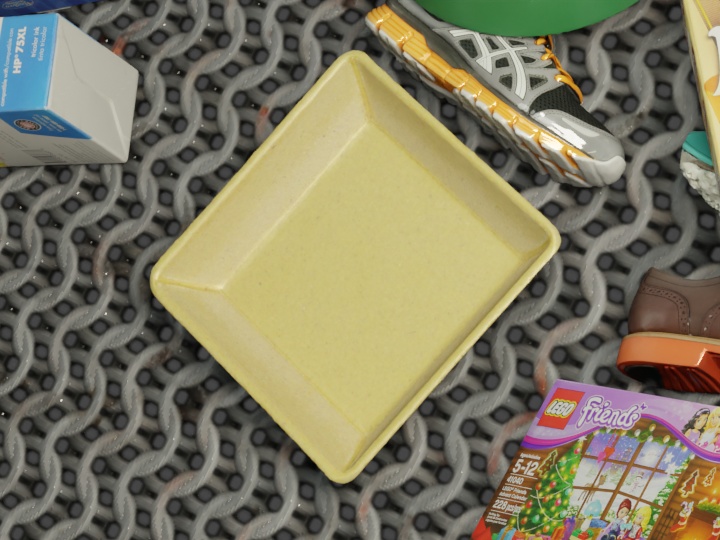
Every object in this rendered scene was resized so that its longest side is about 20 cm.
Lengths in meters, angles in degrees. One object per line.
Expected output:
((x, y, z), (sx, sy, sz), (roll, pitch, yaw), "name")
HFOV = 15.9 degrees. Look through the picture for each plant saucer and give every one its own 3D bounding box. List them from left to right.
((0.000, 0.000, 1.579), (0.200, 0.048, 0.200), (-48, 63, 4), "plant saucer")

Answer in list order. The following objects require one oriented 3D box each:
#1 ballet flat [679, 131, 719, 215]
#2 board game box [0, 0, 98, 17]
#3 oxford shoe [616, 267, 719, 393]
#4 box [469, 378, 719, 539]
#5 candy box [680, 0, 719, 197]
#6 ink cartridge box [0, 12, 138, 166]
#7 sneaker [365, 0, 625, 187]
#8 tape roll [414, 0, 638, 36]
((0.266, -0.025, 1.466), (0.199, 0.072, 0.072), (17, 82, 29), "ballet flat")
((-0.169, -0.281, 1.740), (0.199, 0.043, 0.200), (-7, 72, 22), "board game box")
((0.242, 0.031, 1.454), (0.199, 0.071, 0.073), (4, 71, 25), "oxford shoe")
((0.147, 0.136, 1.414), (0.200, 0.039, 0.137), (7, 62, 56), "box")
((0.249, -0.099, 1.448), (0.115, 0.055, 0.201), (-10, 49, 5), "candy box")
((-0.260, -0.114, 1.687), (0.199, 0.116, 0.068), (-1, 75, 23), "ink cartridge box")
((0.090, -0.124, 1.564), (0.077, 0.078, 0.200), (-47, 62, -4), "sneaker")
((0.105, -0.234, 1.568), (0.199, 0.048, 0.201), (-5, 55, 8), "tape roll")
